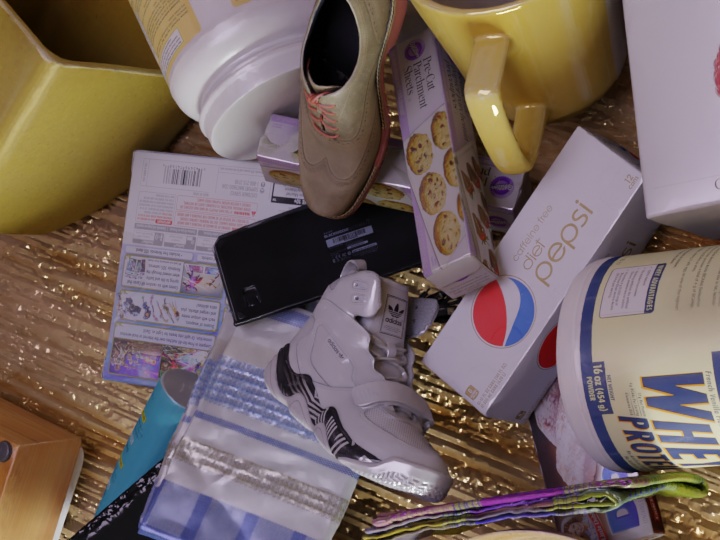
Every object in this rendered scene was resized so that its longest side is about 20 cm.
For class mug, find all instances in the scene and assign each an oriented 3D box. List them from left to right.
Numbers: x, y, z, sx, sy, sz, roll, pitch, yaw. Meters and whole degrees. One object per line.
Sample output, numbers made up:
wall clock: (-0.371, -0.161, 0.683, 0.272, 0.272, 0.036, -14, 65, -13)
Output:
mug: (0.104, -0.168, 1.604, 0.149, 0.153, 0.187, 30, 69, 37)

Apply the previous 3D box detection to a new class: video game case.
video game case: (-0.096, 0.007, 1.791, 0.199, 0.045, 0.182, 7, 87, 31)

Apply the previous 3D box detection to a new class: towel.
towel: (-0.062, 0.121, 1.685, 0.146, 0.024, 0.201, 18, 74, 19)
towel: (0.116, 0.157, 1.552, 0.199, 0.143, 0.023, -11, 82, 29)

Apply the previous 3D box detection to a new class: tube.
tube: (-0.172, 0.165, 1.785, 0.050, 0.077, 0.200, 32, 116, 1)

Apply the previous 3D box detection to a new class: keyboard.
keyboard: (0.000, 0.000, 1.699, 0.199, 0.021, 0.128, -19, 64, 2)

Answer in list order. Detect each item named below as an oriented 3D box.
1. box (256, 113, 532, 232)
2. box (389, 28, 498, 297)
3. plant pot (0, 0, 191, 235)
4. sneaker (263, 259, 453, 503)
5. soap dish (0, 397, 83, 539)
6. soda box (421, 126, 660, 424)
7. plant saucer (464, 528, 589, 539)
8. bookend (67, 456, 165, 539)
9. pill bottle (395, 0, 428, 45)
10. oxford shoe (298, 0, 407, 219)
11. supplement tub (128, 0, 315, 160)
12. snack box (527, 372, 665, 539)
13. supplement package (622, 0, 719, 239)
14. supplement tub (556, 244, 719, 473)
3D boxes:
box: (0.024, -0.070, 1.694, 0.199, 0.041, 0.039, 13, 67, 15)
box: (0.057, -0.076, 1.628, 0.041, 0.039, 0.201, -24, 53, 24)
plant pot: (-0.270, -0.138, 1.844, 0.194, 0.195, 0.200, 48, 117, 27)
sneaker: (0.014, 0.070, 1.587, 0.200, 0.075, 0.115, 38, 101, 51)
soap dish: (-0.329, 0.175, 1.894, 0.199, 0.081, 0.158, 21, 95, 33)
soda box: (0.131, 0.005, 1.612, 0.068, 0.064, 0.200, 40, 103, 31)
plant saucer: (0.133, 0.244, 1.574, 0.199, 0.035, 0.201, 11, 126, 16)
bookend: (-0.119, 0.256, 1.710, 0.199, 0.092, 0.200, -41, 63, -1)
pill bottle: (0.014, -0.272, 1.720, 0.113, 0.113, 0.201, -28, 69, 26)
oxford shoe: (-0.022, -0.121, 1.619, 0.070, 0.075, 0.201, 20, 120, 23)
supplement tub: (-0.095, -0.200, 1.760, 0.145, 0.145, 0.201, -35, 67, 23)
snack box: (0.153, 0.098, 1.636, 0.072, 0.024, 0.201, -21, 72, 27)
supplement package: (0.254, -0.133, 1.547, 0.121, 0.120, 0.201, -11, 78, 29)
supplement tub: (0.243, 0.054, 1.515, 0.199, 0.145, 0.146, -7, 80, 31)
